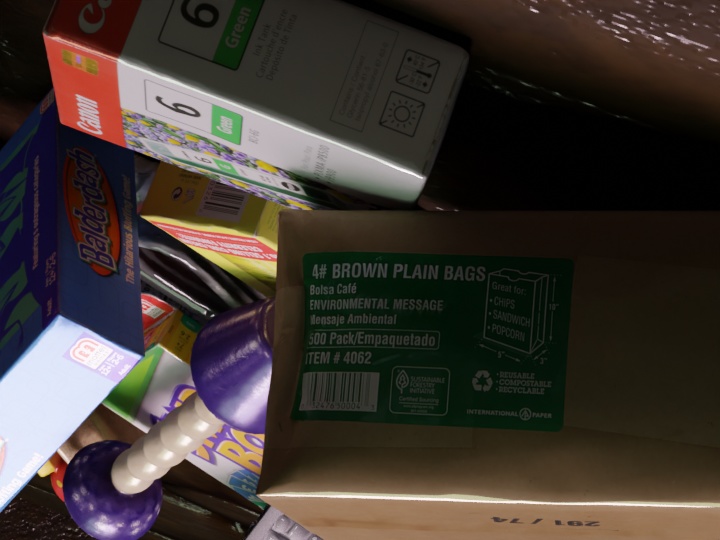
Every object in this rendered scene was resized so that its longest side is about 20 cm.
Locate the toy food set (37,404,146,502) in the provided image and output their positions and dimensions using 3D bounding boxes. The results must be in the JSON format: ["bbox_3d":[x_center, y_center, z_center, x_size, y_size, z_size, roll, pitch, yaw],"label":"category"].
[{"bbox_3d":[-0.172,0.032,1.147,0.199,0.048,0.201,58,-173,-36],"label":"toy food set"}]

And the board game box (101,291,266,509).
[{"bbox_3d":[-0.045,0.082,1.078,0.199,0.030,0.095,37,150,-14],"label":"board game box"}]

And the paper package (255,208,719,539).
[{"bbox_3d":[0.081,0.049,0.802,0.198,0.105,0.191,1,164,14],"label":"paper package"}]

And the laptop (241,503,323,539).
[{"bbox_3d":[0.025,0.177,1.034,0.176,0.201,0.103,32,-157,-11],"label":"laptop"}]

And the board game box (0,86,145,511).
[{"bbox_3d":[-0.167,0.040,0.947,0.045,0.153,0.200,28,120,-28],"label":"board game box"}]

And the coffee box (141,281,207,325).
[{"bbox_3d":[-0.020,0.057,1.144,0.198,0.080,0.113,17,164,17],"label":"coffee box"}]

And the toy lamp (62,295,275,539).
[{"bbox_3d":[-0.074,0.067,0.995,0.058,0.059,0.200,25,143,-17],"label":"toy lamp"}]

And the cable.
[{"bbox_3d":[-0.042,0.010,1.015,0.199,0.051,0.097,32,170,-12],"label":"cable"}]

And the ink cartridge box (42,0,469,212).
[{"bbox_3d":[-0.067,-0.074,0.768,0.198,0.051,0.109,20,167,0],"label":"ink cartridge box"}]

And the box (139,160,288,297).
[{"bbox_3d":[0.000,0.000,0.958,0.075,0.051,0.200,11,163,41],"label":"box"}]
